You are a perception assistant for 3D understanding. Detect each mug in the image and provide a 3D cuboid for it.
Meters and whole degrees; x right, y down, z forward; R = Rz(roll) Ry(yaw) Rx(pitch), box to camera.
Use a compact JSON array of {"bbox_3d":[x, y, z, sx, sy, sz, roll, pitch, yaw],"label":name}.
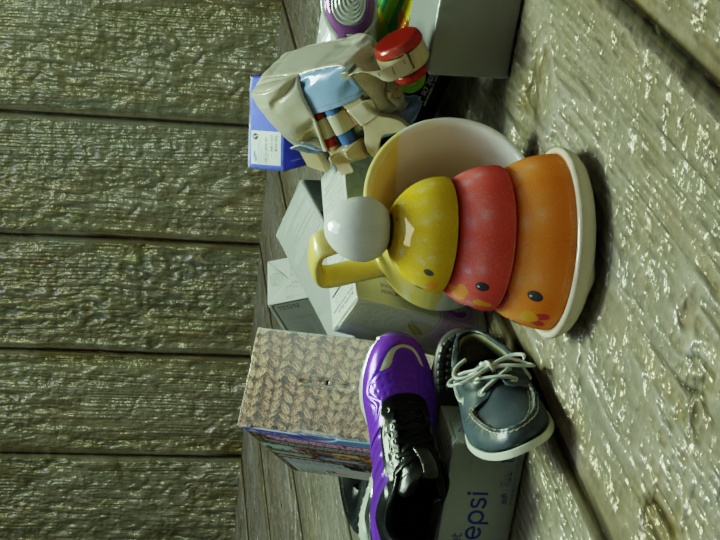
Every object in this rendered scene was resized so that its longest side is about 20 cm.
[{"bbox_3d":[0.057,-0.041,1.218,0.153,0.185,0.151,95,-169,-70],"label":"mug"}]

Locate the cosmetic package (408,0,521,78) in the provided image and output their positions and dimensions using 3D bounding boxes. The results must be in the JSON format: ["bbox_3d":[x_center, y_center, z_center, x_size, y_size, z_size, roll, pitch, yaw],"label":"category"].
[{"bbox_3d":[0.103,-0.287,1.251,0.107,0.089,0.202,-107,19,-56],"label":"cosmetic package"}]

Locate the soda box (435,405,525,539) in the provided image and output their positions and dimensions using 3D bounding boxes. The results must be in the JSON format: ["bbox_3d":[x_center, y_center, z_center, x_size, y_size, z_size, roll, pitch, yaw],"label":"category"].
[{"bbox_3d":[0.094,0.222,1.220,0.064,0.067,0.202,-106,21,-63],"label":"soda box"}]

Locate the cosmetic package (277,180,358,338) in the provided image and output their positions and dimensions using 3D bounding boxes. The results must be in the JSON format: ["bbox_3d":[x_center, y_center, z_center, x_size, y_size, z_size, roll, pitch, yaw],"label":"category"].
[{"bbox_3d":[0.000,0.000,1.449,0.201,0.106,0.091,56,132,40],"label":"cosmetic package"}]

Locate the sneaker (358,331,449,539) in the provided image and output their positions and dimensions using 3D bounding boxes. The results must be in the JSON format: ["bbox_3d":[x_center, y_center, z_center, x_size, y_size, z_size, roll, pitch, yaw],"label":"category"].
[{"bbox_3d":[0.044,0.154,1.165,0.099,0.069,0.202,173,98,-73],"label":"sneaker"}]

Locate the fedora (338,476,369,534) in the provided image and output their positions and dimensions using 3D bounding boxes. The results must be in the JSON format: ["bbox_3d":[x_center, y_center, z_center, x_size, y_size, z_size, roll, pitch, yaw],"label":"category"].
[{"bbox_3d":[0.030,0.197,1.529,0.201,0.091,0.203,-177,90,-80],"label":"fedora"}]

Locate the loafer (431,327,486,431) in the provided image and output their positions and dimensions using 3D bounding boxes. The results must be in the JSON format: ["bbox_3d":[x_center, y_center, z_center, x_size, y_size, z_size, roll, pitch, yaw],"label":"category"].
[{"bbox_3d":[0.093,0.149,1.280,0.071,0.072,0.202,-82,1,-81],"label":"loafer"}]

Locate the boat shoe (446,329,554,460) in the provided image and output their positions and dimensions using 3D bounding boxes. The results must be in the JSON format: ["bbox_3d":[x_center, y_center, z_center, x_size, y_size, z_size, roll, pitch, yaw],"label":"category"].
[{"bbox_3d":[0.112,0.098,1.128,0.200,0.074,0.062,-94,-14,-76],"label":"boat shoe"}]

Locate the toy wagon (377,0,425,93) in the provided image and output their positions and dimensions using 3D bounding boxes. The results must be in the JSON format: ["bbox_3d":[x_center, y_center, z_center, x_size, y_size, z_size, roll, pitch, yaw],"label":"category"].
[{"bbox_3d":[0.039,-0.247,1.424,0.156,0.039,0.201,-106,35,-51],"label":"toy wagon"}]

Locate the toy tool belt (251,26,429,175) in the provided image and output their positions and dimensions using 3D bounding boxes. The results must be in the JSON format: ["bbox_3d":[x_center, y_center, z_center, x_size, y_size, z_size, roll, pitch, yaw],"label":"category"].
[{"bbox_3d":[0.000,-0.155,1.292,0.125,0.199,0.124,-53,-55,-39],"label":"toy tool belt"}]

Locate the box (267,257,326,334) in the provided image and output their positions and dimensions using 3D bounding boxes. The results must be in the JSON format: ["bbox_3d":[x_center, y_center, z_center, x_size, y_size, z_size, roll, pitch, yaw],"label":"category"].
[{"bbox_3d":[-0.030,0.055,1.645,0.200,0.115,0.061,62,-160,-54],"label":"box"}]

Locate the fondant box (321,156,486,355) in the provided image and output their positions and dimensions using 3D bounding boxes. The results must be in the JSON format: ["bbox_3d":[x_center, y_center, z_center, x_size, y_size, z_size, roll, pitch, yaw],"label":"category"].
[{"bbox_3d":[0.040,-0.018,1.353,0.058,0.143,0.201,-52,32,42],"label":"fondant box"}]

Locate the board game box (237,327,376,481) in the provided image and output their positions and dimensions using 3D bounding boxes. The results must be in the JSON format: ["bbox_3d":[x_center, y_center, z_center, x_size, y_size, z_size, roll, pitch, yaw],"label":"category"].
[{"bbox_3d":[-0.010,0.139,1.340,0.200,0.158,0.098,59,-140,-66],"label":"board game box"}]

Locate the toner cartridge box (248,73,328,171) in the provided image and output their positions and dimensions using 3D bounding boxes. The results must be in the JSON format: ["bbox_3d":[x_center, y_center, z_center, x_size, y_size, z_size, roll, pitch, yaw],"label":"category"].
[{"bbox_3d":[-0.059,-0.165,1.462,0.200,0.043,0.096,-25,-59,-66],"label":"toner cartridge box"}]

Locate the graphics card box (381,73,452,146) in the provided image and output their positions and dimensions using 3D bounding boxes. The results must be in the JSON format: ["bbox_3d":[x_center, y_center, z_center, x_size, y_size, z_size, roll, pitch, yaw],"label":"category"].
[{"bbox_3d":[0.052,-0.204,1.497,0.126,0.050,0.201,-101,32,-56],"label":"graphics card box"}]

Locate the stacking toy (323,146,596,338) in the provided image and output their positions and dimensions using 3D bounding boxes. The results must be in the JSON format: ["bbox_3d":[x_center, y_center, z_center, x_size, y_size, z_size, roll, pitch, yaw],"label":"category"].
[{"bbox_3d":[0.069,-0.025,1.038,0.146,0.198,0.148,-178,90,-81],"label":"stacking toy"}]

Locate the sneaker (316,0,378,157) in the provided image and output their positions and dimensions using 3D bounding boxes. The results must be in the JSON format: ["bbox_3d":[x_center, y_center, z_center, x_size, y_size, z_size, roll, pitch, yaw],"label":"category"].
[{"bbox_3d":[-0.010,-0.217,1.409,0.100,0.074,0.202,-78,-3,-74],"label":"sneaker"}]
